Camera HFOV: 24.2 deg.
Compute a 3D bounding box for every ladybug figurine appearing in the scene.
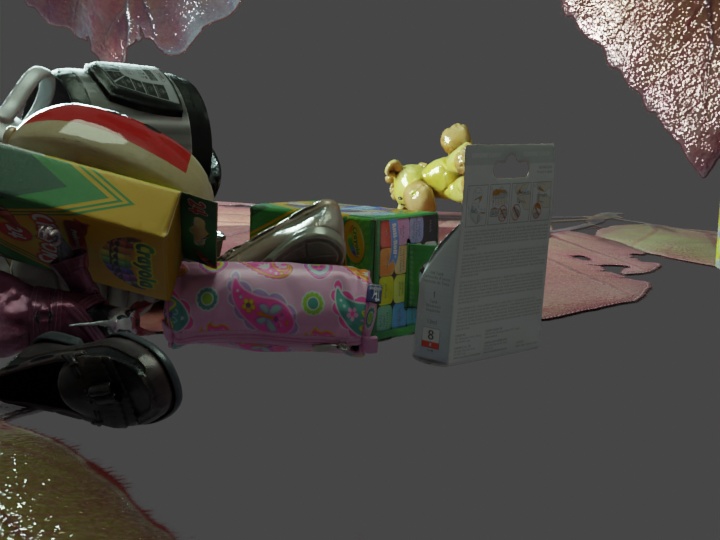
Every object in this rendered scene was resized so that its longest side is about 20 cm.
[{"bbox_3d":[-0.217,-0.091,1.480,0.199,0.073,0.136,24,-27,-15],"label":"ladybug figurine"}]

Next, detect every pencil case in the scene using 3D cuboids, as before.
[{"bbox_3d":[-0.081,0.036,1.537,0.198,0.088,0.087,4,7,-1],"label":"pencil case"}]

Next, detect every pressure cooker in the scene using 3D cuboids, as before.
[{"bbox_3d":[-0.251,-0.130,1.813,0.198,0.178,0.178,-1,-9,-34],"label":"pressure cooker"}]

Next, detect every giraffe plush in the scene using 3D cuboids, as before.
[{"bbox_3d":[0.129,-0.156,2.930,0.161,0.174,0.200,-19,19,-1],"label":"giraffe plush"}]

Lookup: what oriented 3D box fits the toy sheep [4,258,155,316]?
[{"bbox_3d":[-0.264,0.000,1.568,0.199,0.139,0.137,-17,18,-39],"label":"toy sheep"}]

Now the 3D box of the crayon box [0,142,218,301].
[{"bbox_3d":[-0.223,-0.037,1.448,0.198,0.051,0.127,14,-27,3],"label":"crayon box"}]

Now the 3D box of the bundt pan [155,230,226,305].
[{"bbox_3d":[-0.247,-0.007,1.829,0.200,0.077,0.202,2,8,0],"label":"bundt pan"}]

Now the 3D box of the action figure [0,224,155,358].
[{"bbox_3d":[-0.273,0.049,1.422,0.198,0.135,0.149,6,-26,-9],"label":"action figure"}]

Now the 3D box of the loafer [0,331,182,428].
[{"bbox_3d":[-0.203,0.086,1.223,0.063,0.073,0.199,-27,18,-34],"label":"loafer"}]

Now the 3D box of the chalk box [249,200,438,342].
[{"bbox_3d":[0.000,0.000,1.682,0.198,0.126,0.124,6,8,34],"label":"chalk box"}]

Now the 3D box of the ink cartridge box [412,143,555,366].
[{"bbox_3d":[0.116,-0.019,1.565,0.050,0.202,0.162,8,8,37],"label":"ink cartridge box"}]

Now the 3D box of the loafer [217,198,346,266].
[{"bbox_3d":[-0.091,-0.003,1.606,0.199,0.063,0.072,-27,-51,30],"label":"loafer"}]

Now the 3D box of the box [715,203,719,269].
[{"bbox_3d":[0.604,-0.092,2.321,0.190,0.202,0.122,3,7,-2],"label":"box"}]

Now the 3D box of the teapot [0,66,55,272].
[{"bbox_3d":[-0.373,-0.079,1.686,0.198,0.199,0.146,-19,8,13],"label":"teapot"}]
